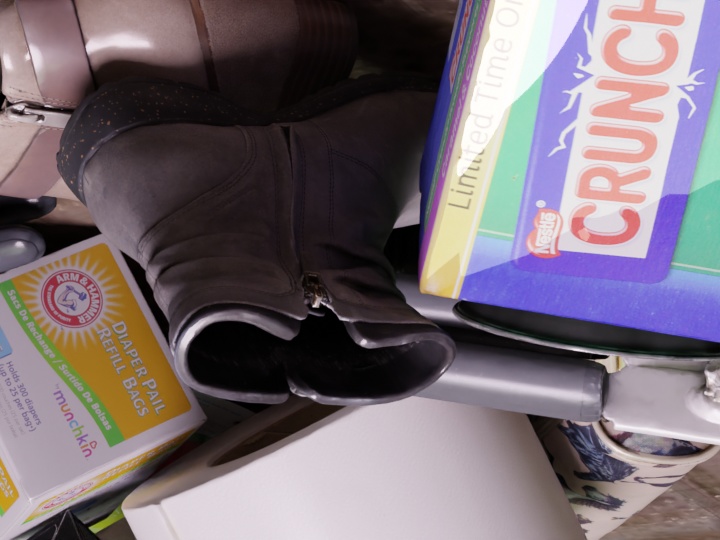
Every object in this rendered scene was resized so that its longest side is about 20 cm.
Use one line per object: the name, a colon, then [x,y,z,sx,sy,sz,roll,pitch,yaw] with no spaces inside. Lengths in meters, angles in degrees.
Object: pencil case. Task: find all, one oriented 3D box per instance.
pencil case: [0.119,0.095,1.001,0.089,0.078,0.200,21,153,-7]

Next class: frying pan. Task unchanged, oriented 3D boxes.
frying pan: [0.114,0.021,0.665,0.115,0.031,0.190,-1,-170,-38]

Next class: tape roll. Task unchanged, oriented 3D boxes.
tape roll: [0.001,0.131,0.926,0.202,0.140,0.203,-27,-177,2]

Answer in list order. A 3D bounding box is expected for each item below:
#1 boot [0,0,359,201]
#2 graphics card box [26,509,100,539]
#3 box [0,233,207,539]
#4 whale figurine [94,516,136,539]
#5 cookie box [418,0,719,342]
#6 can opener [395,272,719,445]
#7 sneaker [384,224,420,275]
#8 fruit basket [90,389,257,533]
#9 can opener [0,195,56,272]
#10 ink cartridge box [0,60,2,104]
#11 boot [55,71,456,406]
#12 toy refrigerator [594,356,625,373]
boot: [-0.089,-0.046,0.732,0.145,0.070,0.200,-5,141,-23]
graphics card box: [-0.096,0.222,0.948,0.051,0.126,0.200,-34,133,1]
box: [-0.173,0.077,0.973,0.101,0.113,0.200,-24,171,-29]
whale figurine: [-0.099,0.186,1.059,0.199,0.104,0.159,-4,142,-37]
cookie box: [0.130,-0.061,0.597,0.199,0.075,0.172,10,129,-3]
can opener: [0.087,0.041,0.770,0.199,0.053,0.067,9,156,5]
sneaker: [0.000,0.000,0.844,0.098,0.071,0.200,21,154,-30]
fruit basket: [-0.114,0.123,1.151,0.185,0.094,0.200,26,134,-34]
can opener: [-0.236,-0.009,0.906,0.199,0.064,0.079,-2,153,22]
ink cartridge box: [-0.246,-0.062,0.751,0.199,0.047,0.198,15,134,-9]
boot: [-0.001,-0.006,0.666,0.199,0.132,0.070,-7,134,-33]
toy refrigerator: [0.133,-0.016,0.772,0.075,0.070,0.200,4,154,10]
